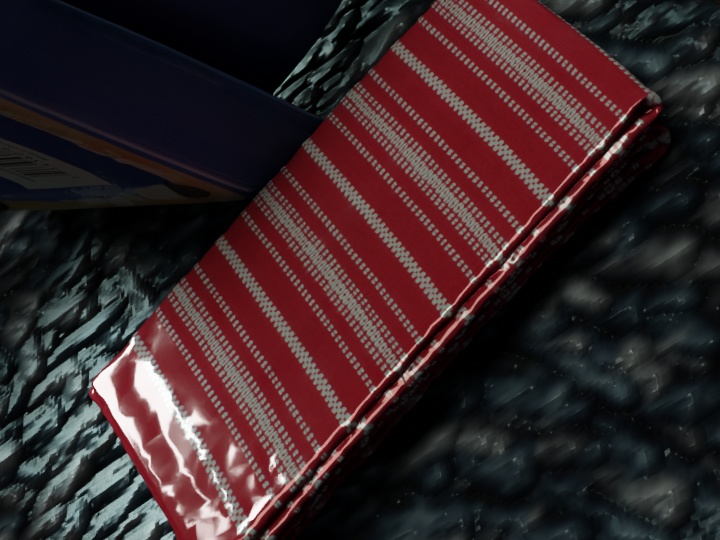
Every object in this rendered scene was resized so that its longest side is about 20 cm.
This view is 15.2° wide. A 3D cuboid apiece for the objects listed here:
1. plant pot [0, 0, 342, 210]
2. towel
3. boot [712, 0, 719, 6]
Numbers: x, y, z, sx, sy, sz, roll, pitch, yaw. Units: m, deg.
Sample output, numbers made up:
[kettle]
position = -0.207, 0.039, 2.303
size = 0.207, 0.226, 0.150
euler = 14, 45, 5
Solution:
[plant pot]
position = -0.115, -0.124, 0.922
size = 0.199, 0.199, 0.181
euler = -2, 74, 42
[towel]
position = 0.000, 0.000, 0.841
size = 0.200, 0.022, 0.145
euler = -48, 31, 4
[boot]
position = 0.067, -0.141, 0.822
size = 0.075, 0.097, 0.200
euler = -55, 33, -5
